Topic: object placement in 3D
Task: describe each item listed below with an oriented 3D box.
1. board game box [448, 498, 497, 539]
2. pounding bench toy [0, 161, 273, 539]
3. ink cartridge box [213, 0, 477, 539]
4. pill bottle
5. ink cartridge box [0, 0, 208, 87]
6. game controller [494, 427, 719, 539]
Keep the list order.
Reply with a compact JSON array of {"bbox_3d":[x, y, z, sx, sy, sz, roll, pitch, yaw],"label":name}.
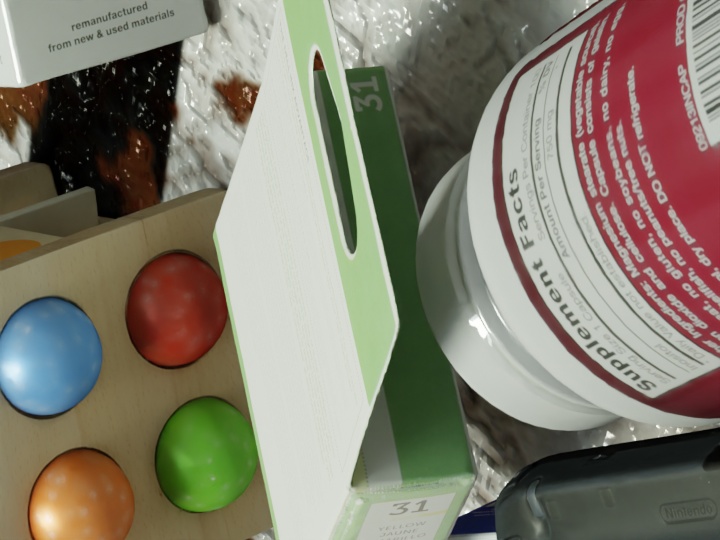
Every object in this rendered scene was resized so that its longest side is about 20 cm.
[{"bbox_3d":[0.108,0.131,0.849,0.200,0.045,0.135,-12,98,56],"label":"board game box"},{"bbox_3d":[-0.110,0.077,1.053,0.156,0.124,0.201,10,116,51],"label":"pounding bench toy"},{"bbox_3d":[0.000,0.000,0.856,0.200,0.048,0.146,112,150,-59],"label":"ink cartridge box"},{"bbox_3d":[0.099,-0.027,0.719,0.200,0.113,0.113,-33,80,56],"label":"pill bottle"},{"bbox_3d":[-0.142,-0.170,1.003,0.144,0.084,0.201,6,110,53],"label":"ink cartridge box"},{"bbox_3d":[0.110,0.091,0.761,0.200,0.042,0.105,-15,110,56],"label":"game controller"}]
